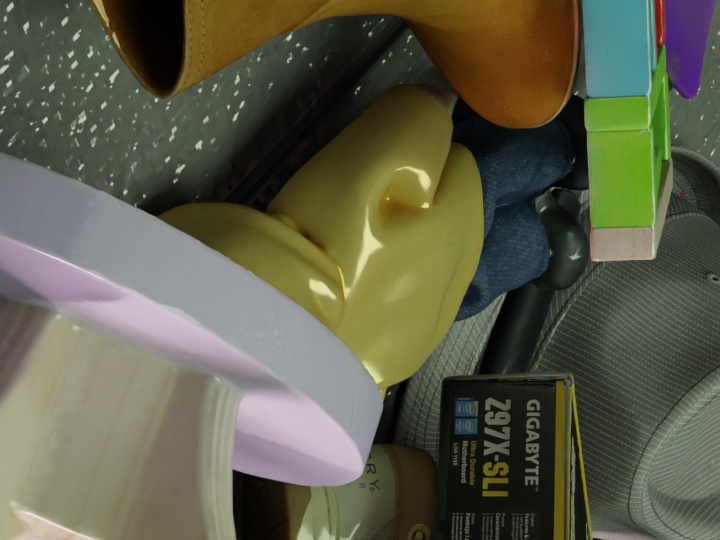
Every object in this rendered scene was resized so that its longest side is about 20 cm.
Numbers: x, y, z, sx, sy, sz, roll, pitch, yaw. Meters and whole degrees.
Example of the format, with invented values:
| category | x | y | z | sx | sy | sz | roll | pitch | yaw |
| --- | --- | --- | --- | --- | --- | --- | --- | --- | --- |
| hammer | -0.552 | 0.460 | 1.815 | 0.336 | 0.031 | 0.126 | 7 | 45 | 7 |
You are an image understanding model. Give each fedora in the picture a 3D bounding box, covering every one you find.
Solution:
| category | x | y | z | sx | sy | sz | roll | pitch | yaw |
| --- | --- | --- | --- | --- | --- | --- | --- | --- | --- |
| fedora | 0.108 | 0.047 | 1.059 | 0.199 | 0.090 | 0.178 | -6 | 119 | -55 |

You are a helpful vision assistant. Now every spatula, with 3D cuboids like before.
| category | x | y | z | sx | sy | sz | roll | pitch | yaw |
| --- | --- | --- | --- | --- | --- | --- | --- | --- | --- |
| spatula | 0.084 | -0.038 | 0.993 | 0.201 | 0.020 | 0.057 | -63 | 144 | -12 |

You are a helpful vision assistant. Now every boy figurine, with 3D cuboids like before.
| category | x | y | z | sx | sy | sz | roll | pitch | yaw |
| --- | --- | --- | --- | --- | --- | --- | --- | --- | --- |
| boy figurine | 0.000 | 0.000 | 0.884 | 0.199 | 0.064 | 0.125 | -24 | 133 | -46 |

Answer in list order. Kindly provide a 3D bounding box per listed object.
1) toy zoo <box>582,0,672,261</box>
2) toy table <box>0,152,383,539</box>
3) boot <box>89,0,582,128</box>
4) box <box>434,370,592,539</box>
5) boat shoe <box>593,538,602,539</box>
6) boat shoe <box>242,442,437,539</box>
| category | x | y | z | sx | sy | sz | roll | pitch | yaw |
| --- | --- | --- | --- | --- | --- | --- | --- | --- | --- |
| toy zoo | 0.078 | -0.113 | 0.848 | 0.131 | 0.020 | 0.202 | -52 | 140 | -77 |
| toy table | -0.077 | 0.058 | 0.720 | 0.200 | 0.183 | 0.118 | 37 | 66 | -48 |
| boot | -0.013 | -0.086 | 0.773 | 0.144 | 0.070 | 0.202 | -49 | 134 | -34 |
| box | 0.052 | 0.159 | 0.935 | 0.160 | 0.049 | 0.201 | 80 | 12 | -58 |
| boat shoe | 0.122 | 0.129 | 1.155 | 0.200 | 0.084 | 0.069 | -31 | 127 | -37 |
| boat shoe | -0.002 | 0.148 | 0.964 | 0.066 | 0.074 | 0.201 | -8 | 122 | -16 |
